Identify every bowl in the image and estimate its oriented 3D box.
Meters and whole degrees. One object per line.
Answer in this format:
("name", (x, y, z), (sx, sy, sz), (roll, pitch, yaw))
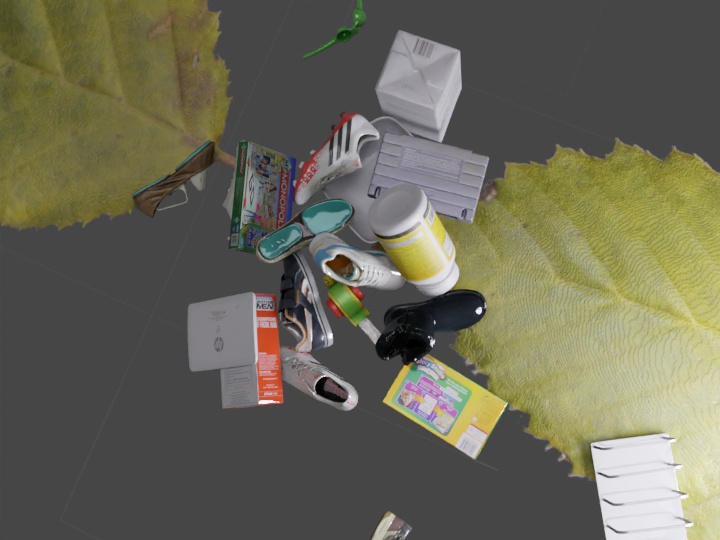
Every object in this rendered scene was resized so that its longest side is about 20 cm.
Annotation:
("bowl", (0.038, -0.166, 1.772), (0.200, 0.075, 0.200), (-37, 79, 1))

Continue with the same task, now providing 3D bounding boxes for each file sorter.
("file sorter", (0.486, 0.389, 1.607), (0.138, 0.125, 0.202), (-8, 80, 5))

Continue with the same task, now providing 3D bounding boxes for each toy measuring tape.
("toy measuring tape", (-0.005, 0.083, 1.740), (0.073, 0.074, 0.200), (-40, 79, -1))

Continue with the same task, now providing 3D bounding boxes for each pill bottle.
("pill bottle", (0.101, -0.049, 1.679), (0.112, 0.200, 0.113), (-19, 41, 18))

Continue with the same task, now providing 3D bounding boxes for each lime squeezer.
("lime squeezer", (-0.033, -0.487, 1.849), (0.070, 0.038, 0.201), (35, 87, 11))

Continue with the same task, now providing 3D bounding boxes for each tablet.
("tablet", (-0.258, 0.116, 1.735), (0.199, 0.014, 0.131), (-11, 78, 44))

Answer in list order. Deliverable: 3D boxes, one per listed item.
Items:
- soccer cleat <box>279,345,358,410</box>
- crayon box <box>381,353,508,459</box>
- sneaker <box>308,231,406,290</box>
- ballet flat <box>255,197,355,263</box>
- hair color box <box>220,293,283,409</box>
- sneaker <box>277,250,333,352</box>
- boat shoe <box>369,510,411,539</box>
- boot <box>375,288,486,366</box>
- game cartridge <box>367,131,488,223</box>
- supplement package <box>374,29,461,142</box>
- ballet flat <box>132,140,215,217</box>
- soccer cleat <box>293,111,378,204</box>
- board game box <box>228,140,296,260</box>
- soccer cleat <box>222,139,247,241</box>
("soccer cleat", (-0.093, 0.194, 1.725), (0.199, 0.085, 0.069), (30, 86, 10))
("crayon box", (0.153, 0.239, 1.703), (0.199, 0.058, 0.119), (31, 86, 11))
("sneaker", (0.000, 0.000, 1.711), (0.199, 0.081, 0.077), (18, 116, -25))
("ballet flat", (-0.104, -0.075, 1.724), (0.199, 0.062, 0.068), (-26, 84, -8))
("hair color box", (-0.205, 0.150, 1.733), (0.110, 0.064, 0.202), (-13, 79, 44))
("sneaker", (-0.119, 0.055, 1.747), (0.079, 0.078, 0.201), (-17, 80, -19))
("boat shoe", (0.028, 0.532, 1.666), (0.066, 0.072, 0.202), (23, 80, 15))
("boot", (0.129, 0.103, 1.666), (0.199, 0.168, 0.077), (-9, 107, 8))
("game cartridge", (0.124, -0.172, 1.711), (0.199, 0.038, 0.131), (15, 78, 8))
("supplement package", (0.111, -0.335, 1.725), (0.121, 0.200, 0.121), (21, 85, 9))
("ballet flat", (-0.350, -0.171, 1.829), (0.199, 0.068, 0.073), (-36, 99, 1))
("soccer cleat", (-0.046, -0.196, 1.710), (0.085, 0.069, 0.201), (34, 81, 15))
("board game box", (-0.182, -0.129, 1.765), (0.029, 0.134, 0.202), (-2, 80, 39))
("soccer cleat", (-0.232, -0.152, 1.807), (0.077, 0.069, 0.202), (-7, 83, 9))
